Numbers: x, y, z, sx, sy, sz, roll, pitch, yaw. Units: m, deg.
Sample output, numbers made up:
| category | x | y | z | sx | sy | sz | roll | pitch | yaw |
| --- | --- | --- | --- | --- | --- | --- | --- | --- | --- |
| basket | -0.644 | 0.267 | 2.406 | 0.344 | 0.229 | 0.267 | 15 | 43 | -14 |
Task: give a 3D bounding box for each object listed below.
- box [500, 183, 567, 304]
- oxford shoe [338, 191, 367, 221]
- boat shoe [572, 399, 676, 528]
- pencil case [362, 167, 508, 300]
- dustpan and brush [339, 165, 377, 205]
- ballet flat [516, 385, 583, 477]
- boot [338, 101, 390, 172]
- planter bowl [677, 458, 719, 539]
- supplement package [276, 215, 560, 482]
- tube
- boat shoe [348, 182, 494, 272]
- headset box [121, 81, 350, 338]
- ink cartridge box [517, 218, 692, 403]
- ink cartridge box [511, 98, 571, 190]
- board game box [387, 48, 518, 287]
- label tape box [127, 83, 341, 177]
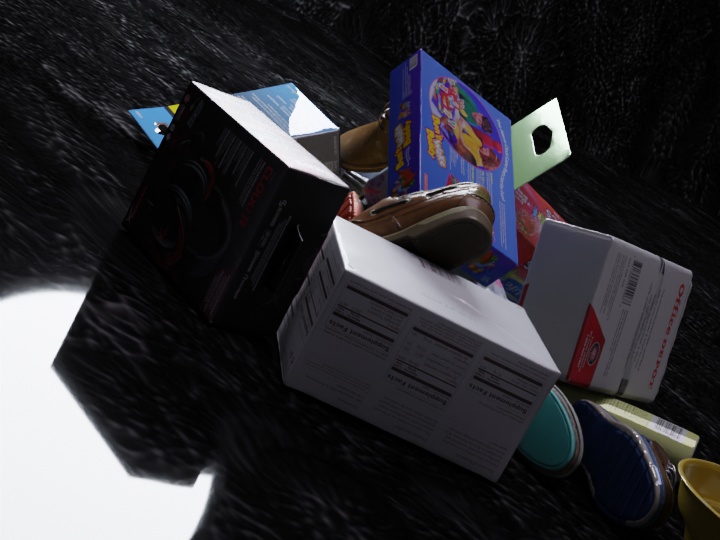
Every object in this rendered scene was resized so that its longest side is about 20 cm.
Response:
| category | x | y | z | sx | sy | sz | roll | pitch | yaw |
| --- | --- | --- | --- | --- | --- | --- | --- | --- | --- |
| box | 0.181 | -0.003 | 1.766 | 0.200 | 0.099 | 0.096 | 43 | 33 | -21 |
| oxford shoe | 0.000 | 0.000 | 1.579 | 0.072 | 0.071 | 0.201 | 30 | 31 | -24 |
| boat shoe | 0.243 | 0.174 | 1.457 | 0.072 | 0.073 | 0.200 | 26 | 13 | -19 |
| pencil case | 0.080 | -0.019 | 1.614 | 0.090 | 0.083 | 0.201 | -22 | 80 | -36 |
| dustpan and brush | -0.034 | -0.099 | 1.869 | 0.057 | 0.140 | 0.200 | 36 | -15 | -13 |
| ballet flat | 0.151 | 0.122 | 1.479 | 0.063 | 0.068 | 0.200 | 27 | 11 | -42 |
| boot | 0.042 | -0.157 | 1.744 | 0.199 | 0.074 | 0.076 | -10 | -44 | 39 |
| planter bowl | 0.328 | 0.245 | 1.346 | 0.199 | 0.084 | 0.201 | 27 | 14 | -7 |
| supplement package | 0.042 | 0.062 | 1.368 | 0.199 | 0.112 | 0.156 | 26 | 14 | -14 |
| tube | 0.237 | 0.144 | 1.628 | 0.199 | 0.058 | 0.052 | 27 | 55 | 11 |
| boat shoe | 0.027 | -0.025 | 1.462 | 0.068 | 0.198 | 0.072 | -83 | 155 | -48 |
| headset box | -0.105 | -0.049 | 1.393 | 0.075 | 0.150 | 0.200 | 16 | 19 | -41 |
| ink cartridge box | 0.240 | 0.044 | 1.633 | 0.083 | 0.146 | 0.199 | 18 | 0 | 36 |
| ink cartridge box | 0.121 | -0.113 | 1.730 | 0.048 | 0.199 | 0.146 | 47 | 20 | -24 |
| board game box | 0.089 | -0.100 | 1.578 | 0.134 | 0.045 | 0.201 | 34 | 40 | -30 |
| label tape box | -0.139 | -0.138 | 1.798 | 0.198 | 0.064 | 0.144 | -12 | 31 | -20 |
